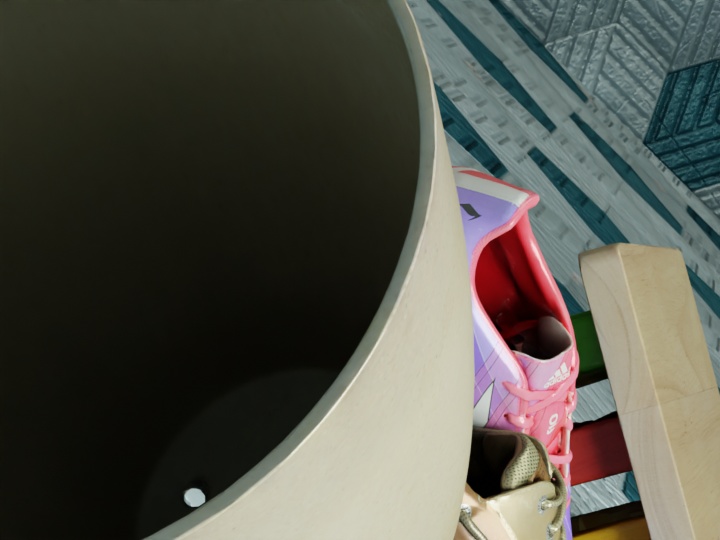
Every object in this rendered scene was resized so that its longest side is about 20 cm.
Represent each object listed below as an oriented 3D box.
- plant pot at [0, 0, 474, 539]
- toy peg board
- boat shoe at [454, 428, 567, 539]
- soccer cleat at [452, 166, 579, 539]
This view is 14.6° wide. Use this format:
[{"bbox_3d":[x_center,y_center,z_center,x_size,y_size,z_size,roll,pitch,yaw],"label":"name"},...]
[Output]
[{"bbox_3d":[-0.045,0.028,0.692,0.188,0.187,0.200,53,-2,32],"label":"plant pot"},{"bbox_3d":[0.106,0.098,1.213,0.200,0.097,0.200,1,74,-76],"label":"toy peg board"},{"bbox_3d":[0.041,0.093,1.018,0.200,0.074,0.076,42,11,-26],"label":"boat shoe"},{"bbox_3d":[0.053,0.052,1.061,0.073,0.068,0.201,5,-56,38],"label":"soccer cleat"}]
